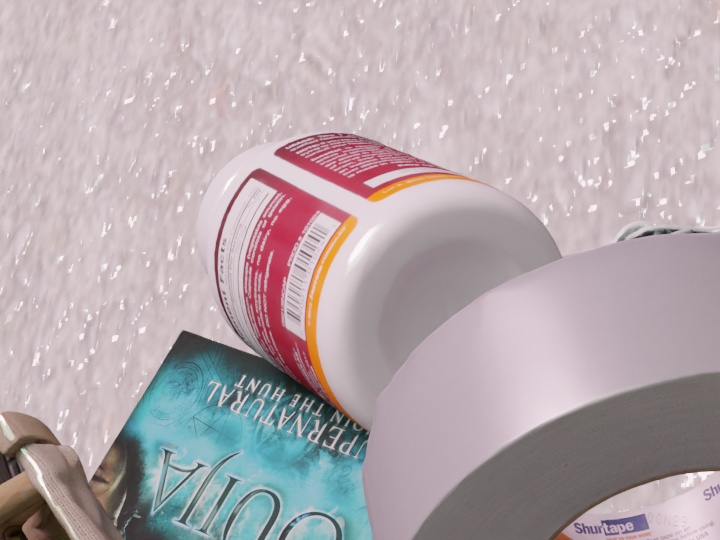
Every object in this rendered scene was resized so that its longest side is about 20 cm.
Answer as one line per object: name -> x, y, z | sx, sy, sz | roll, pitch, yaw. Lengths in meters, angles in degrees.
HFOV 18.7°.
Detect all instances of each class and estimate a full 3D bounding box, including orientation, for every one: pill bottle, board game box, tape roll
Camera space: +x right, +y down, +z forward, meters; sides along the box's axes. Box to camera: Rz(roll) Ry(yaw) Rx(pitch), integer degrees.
pill bottle -> 0.000, 0.000, 0.963 | 0.113, 0.113, 0.200 | -49, 26, -5
board game box -> -0.046, 0.110, 0.993 | 0.200, 0.028, 0.135 | 15, 68, 44
tape roll -> 0.103, 0.079, 0.776 | 0.200, 0.200, 0.066 | -29, 44, 17

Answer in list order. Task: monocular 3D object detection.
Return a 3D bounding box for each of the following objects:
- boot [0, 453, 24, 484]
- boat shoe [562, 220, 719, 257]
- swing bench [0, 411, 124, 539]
boot -> -0.183, 0.177, 1.027 | 0.131, 0.068, 0.200 | -40, 57, 40
boat shoe -> 0.136, 0.007, 0.901 | 0.200, 0.072, 0.070 | 1, 59, 40
swing bench -> -0.141, 0.201, 0.871 | 0.200, 0.130, 0.199 | -37, 68, -3
